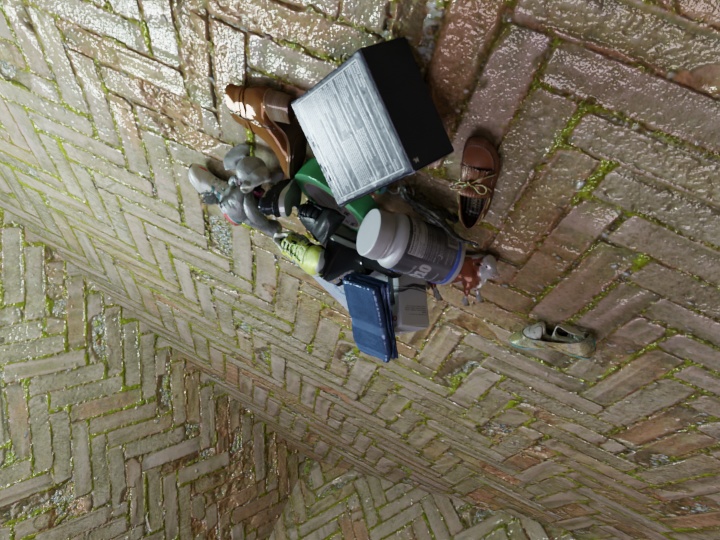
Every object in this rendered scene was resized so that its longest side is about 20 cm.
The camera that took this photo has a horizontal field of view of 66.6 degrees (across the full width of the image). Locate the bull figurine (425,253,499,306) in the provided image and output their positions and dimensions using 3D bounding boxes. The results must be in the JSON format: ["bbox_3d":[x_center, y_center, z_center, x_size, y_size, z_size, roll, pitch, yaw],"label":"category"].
[{"bbox_3d":[0.222,0.011,1.215,0.199,0.065,0.123,13,114,39],"label":"bull figurine"}]

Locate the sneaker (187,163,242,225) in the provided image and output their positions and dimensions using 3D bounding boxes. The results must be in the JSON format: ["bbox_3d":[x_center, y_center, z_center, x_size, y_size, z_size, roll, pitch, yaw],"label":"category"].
[{"bbox_3d":[-0.345,-0.207,1.401,0.093,0.071,0.200,-22,123,32],"label":"sneaker"}]

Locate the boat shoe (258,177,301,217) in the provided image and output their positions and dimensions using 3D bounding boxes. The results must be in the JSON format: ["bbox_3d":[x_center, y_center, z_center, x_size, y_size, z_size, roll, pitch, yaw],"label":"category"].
[{"bbox_3d":[-0.169,-0.164,1.190,0.060,0.200,0.076,1,105,6],"label":"boat shoe"}]

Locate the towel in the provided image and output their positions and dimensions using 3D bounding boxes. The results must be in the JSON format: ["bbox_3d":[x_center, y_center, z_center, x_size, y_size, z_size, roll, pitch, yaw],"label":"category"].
[{"bbox_3d":[0.023,0.100,1.176,0.111,0.048,0.201,18,132,37],"label":"towel"}]

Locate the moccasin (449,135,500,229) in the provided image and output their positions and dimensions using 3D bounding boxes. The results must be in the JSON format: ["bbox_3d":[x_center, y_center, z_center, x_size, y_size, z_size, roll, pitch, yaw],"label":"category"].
[{"bbox_3d":[0.204,-0.154,0.987,0.073,0.078,0.202,21,149,14],"label":"moccasin"}]

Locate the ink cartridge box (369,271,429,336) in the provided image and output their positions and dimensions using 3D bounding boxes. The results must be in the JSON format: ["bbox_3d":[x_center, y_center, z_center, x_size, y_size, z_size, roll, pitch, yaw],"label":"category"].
[{"bbox_3d":[0.076,0.042,1.258,0.083,0.202,0.144,4,164,-33],"label":"ink cartridge box"}]

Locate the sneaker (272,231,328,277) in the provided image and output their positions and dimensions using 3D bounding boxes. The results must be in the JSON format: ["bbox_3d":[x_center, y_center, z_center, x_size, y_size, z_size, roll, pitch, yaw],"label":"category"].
[{"bbox_3d":[-0.139,-0.038,1.240,0.076,0.076,0.200,14,-173,-34],"label":"sneaker"}]

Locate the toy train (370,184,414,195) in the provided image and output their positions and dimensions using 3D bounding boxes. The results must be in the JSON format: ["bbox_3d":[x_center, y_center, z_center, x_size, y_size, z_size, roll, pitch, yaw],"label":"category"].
[{"bbox_3d":[0.036,-0.207,1.072,0.149,0.056,0.201,14,146,25],"label":"toy train"}]

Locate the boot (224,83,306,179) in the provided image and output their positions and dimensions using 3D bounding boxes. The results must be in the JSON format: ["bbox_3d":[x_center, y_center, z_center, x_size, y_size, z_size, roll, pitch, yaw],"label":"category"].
[{"bbox_3d":[-0.195,-0.290,1.133,0.154,0.074,0.201,17,137,18],"label":"boot"}]

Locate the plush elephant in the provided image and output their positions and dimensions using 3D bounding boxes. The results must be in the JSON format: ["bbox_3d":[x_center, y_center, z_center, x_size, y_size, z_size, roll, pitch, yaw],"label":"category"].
[{"bbox_3d":[-0.249,-0.197,1.257,0.199,0.165,0.155,12,129,-49],"label":"plush elephant"}]

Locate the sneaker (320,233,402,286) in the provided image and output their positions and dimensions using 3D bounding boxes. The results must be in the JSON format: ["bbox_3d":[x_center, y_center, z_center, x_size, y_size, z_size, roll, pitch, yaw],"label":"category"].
[{"bbox_3d":[0.000,0.000,1.197,0.199,0.107,0.075,26,-171,32],"label":"sneaker"}]

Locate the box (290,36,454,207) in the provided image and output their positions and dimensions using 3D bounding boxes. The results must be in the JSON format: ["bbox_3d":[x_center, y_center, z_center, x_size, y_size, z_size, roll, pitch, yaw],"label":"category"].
[{"bbox_3d":[0.018,-0.240,0.913,0.198,0.123,0.201,-15,104,51],"label":"box"}]

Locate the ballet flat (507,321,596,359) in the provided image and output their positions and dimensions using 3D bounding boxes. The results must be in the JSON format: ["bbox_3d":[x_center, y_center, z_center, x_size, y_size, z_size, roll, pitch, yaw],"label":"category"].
[{"bbox_3d":[0.440,0.152,1.268,0.199,0.071,0.071,8,144,33],"label":"ballet flat"}]

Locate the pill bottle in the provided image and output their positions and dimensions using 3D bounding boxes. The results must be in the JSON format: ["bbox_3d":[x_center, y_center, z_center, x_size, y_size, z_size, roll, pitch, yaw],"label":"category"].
[{"bbox_3d":[0.100,-0.048,1.097,0.199,0.115,0.114,17,156,-24],"label":"pill bottle"}]

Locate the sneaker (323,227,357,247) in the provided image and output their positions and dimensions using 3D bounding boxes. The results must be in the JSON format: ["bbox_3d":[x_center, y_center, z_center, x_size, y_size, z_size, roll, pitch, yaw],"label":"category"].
[{"bbox_3d":[-0.027,-0.065,1.295,0.200,0.087,0.074,46,-160,29],"label":"sneaker"}]

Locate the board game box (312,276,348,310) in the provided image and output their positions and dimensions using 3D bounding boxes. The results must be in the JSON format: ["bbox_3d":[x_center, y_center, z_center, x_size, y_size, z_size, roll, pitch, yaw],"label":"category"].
[{"bbox_3d":[-0.003,0.052,1.503,0.198,0.044,0.200,-11,131,48],"label":"board game box"}]

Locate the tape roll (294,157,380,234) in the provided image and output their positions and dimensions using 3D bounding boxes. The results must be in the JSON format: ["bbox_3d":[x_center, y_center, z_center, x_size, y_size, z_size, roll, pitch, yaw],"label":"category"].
[{"bbox_3d":[-0.047,-0.154,1.163,0.200,0.048,0.201,37,170,7],"label":"tape roll"}]

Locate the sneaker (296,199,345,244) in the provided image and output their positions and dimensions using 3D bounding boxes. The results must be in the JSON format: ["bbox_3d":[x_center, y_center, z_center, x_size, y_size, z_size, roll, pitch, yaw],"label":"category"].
[{"bbox_3d":[-0.096,-0.110,1.187,0.091,0.076,0.200,43,168,-13],"label":"sneaker"}]

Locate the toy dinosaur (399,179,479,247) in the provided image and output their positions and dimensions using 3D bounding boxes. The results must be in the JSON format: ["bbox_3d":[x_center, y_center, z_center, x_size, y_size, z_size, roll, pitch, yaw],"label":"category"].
[{"bbox_3d":[0.155,-0.109,1.088,0.199,0.088,0.048,38,113,8],"label":"toy dinosaur"}]
